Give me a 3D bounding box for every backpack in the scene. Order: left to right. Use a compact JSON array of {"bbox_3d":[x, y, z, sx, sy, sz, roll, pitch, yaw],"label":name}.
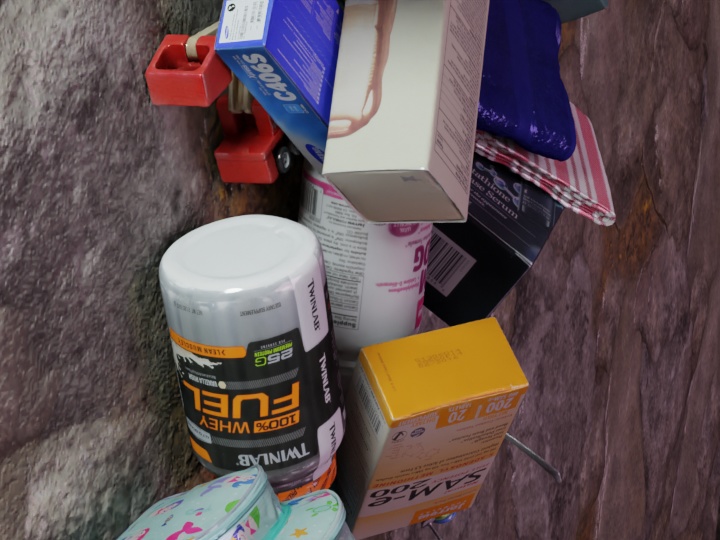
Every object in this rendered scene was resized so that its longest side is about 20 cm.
[{"bbox_3d":[-0.088,0.226,1.139,0.177,0.198,0.152,-43,114,-55],"label":"backpack"}]

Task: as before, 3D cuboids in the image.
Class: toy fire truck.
[{"bbox_3d":[-0.084,-0.145,1.248,0.201,0.048,0.142,-60,145,-46],"label":"toy fire truck"}]

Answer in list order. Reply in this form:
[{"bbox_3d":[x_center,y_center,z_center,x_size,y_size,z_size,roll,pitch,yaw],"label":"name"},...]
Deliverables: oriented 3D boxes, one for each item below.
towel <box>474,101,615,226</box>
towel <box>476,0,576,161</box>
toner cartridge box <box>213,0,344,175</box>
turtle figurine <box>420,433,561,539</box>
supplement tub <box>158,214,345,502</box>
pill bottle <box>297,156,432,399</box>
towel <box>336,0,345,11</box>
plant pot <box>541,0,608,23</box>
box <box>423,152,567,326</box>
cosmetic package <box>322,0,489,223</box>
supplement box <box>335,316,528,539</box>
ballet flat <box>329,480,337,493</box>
[{"bbox_3d":[0.151,-0.132,1.519,0.199,0.030,0.147,29,37,-29],"label":"towel"},{"bbox_3d":[0.109,-0.179,1.409,0.199,0.049,0.149,14,65,-50],"label":"towel"},{"bbox_3d":[-0.041,-0.157,1.229,0.200,0.043,0.096,48,48,-58],"label":"toner cartridge box"},{"bbox_3d":[0.076,0.164,1.537,0.144,0.200,0.195,-39,117,-10],"label":"turtle figurine"},{"bbox_3d":[-0.076,0.072,1.224,0.123,0.121,0.202,-50,139,-52],"label":"supplement tub"},{"bbox_3d":[0.000,0.000,1.381,0.113,0.112,0.202,-36,137,-60],"label":"pill bottle"},{"bbox_3d":[0.017,-0.255,1.350,0.200,0.023,0.154,40,54,-44],"label":"towel"},{"bbox_3d":[0.130,-0.303,1.519,0.141,0.198,0.143,37,61,-63],"label":"plant pot"},{"bbox_3d":[0.097,-0.059,1.513,0.107,0.148,0.200,-51,-179,33],"label":"box"},{"bbox_3d":[0.037,-0.146,1.250,0.103,0.086,0.202,48,45,-60],"label":"cosmetic package"},{"bbox_3d":[0.049,0.136,1.373,0.201,0.125,0.074,106,-35,-52],"label":"supplement box"},{"bbox_3d":[-0.052,0.170,1.375,0.071,0.070,0.202,-38,133,-59],"label":"ballet flat"}]
